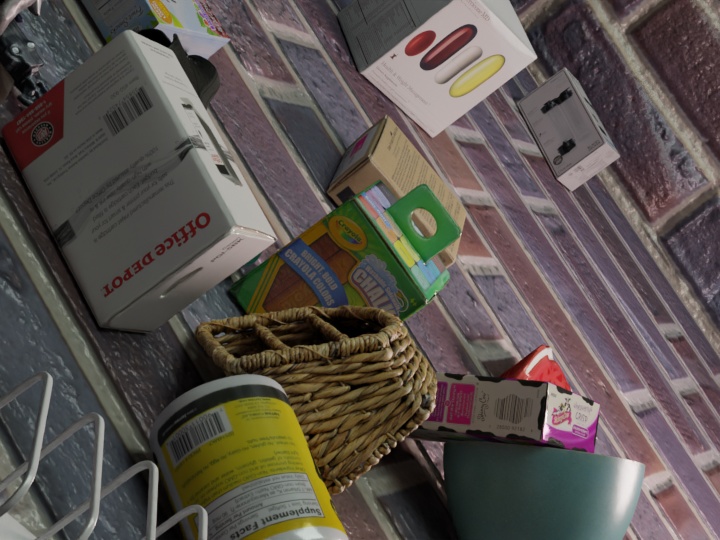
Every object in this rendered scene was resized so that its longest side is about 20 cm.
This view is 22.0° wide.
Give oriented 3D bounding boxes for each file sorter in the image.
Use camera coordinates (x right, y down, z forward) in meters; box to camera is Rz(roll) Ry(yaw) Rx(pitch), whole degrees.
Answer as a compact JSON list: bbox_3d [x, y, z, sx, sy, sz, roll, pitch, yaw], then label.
[{"bbox_3d":[-0.170,0.179,1.116,0.200,0.124,0.139,45,19,-25],"label":"file sorter"}]

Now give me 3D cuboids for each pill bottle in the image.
[{"bbox_3d":[-0.074,0.187,1.364,0.114,0.114,0.201,28,31,-54],"label":"pill bottle"}]

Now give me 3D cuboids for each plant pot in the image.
[{"bbox_3d":[0.174,0.248,1.822,0.200,0.199,0.135,21,73,-60],"label":"plant pot"}]

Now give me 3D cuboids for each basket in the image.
[{"bbox_3d":[-0.033,0.073,1.548,0.149,0.143,0.200,51,-4,-12],"label":"basket"}]

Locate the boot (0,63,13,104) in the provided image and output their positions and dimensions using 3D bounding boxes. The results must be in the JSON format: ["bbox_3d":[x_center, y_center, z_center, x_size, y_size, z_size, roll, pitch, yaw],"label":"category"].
[{"bbox_3d":[-0.341,-0.155,1.388,0.167,0.072,0.200,65,35,-30],"label":"boot"}]

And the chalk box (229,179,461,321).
[{"bbox_3d":[0.000,0.000,1.763,0.125,0.200,0.124,53,17,0],"label":"chalk box"}]

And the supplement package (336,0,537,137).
[{"bbox_3d":[0.111,-0.341,2.698,0.191,0.200,0.147,36,24,-42],"label":"supplement package"}]

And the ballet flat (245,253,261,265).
[{"bbox_3d":[-0.161,-0.043,1.692,0.063,0.069,0.200,31,2,29],"label":"ballet flat"}]

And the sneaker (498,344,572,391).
[{"bbox_3d":[0.233,0.157,2.280,0.116,0.078,0.200,54,18,6],"label":"sneaker"}]

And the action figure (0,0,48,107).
[{"bbox_3d":[-0.310,-0.225,1.561,0.200,0.105,0.193,50,27,0],"label":"action figure"}]

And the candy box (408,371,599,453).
[{"bbox_3d":[0.118,0.139,1.825,0.136,0.199,0.061,24,71,-59],"label":"candy box"}]

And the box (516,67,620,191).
[{"bbox_3d":[0.377,-0.258,3.369,0.060,0.116,0.200,32,27,-49],"label":"box"}]

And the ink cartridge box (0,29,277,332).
[{"bbox_3d":[-0.182,-0.070,1.517,0.201,0.147,0.083,61,17,18],"label":"ink cartridge box"}]

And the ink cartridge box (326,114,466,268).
[{"bbox_3d":[0.047,-0.083,2.253,0.165,0.075,0.200,49,18,-10],"label":"ink cartridge box"}]

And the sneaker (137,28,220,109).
[{"bbox_3d":[-0.190,-0.202,1.848,0.200,0.060,0.105,-85,158,-60],"label":"sneaker"}]

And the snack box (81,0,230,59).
[{"bbox_3d":[-0.244,-0.311,1.943,0.200,0.068,0.169,57,18,12],"label":"snack box"}]
